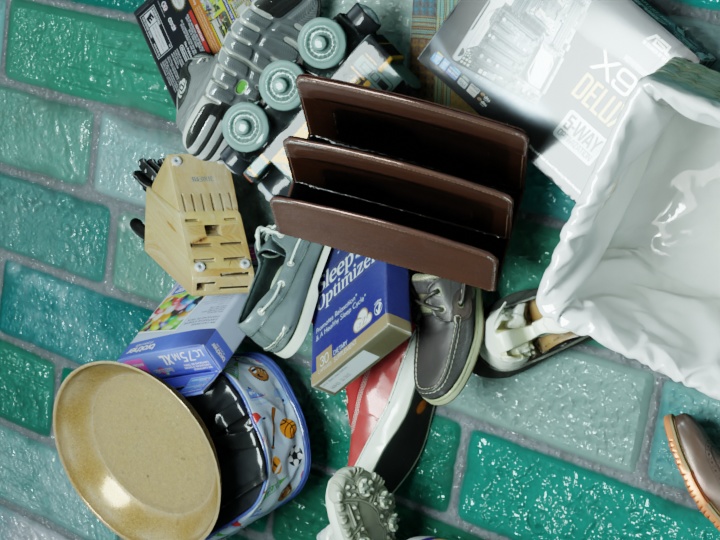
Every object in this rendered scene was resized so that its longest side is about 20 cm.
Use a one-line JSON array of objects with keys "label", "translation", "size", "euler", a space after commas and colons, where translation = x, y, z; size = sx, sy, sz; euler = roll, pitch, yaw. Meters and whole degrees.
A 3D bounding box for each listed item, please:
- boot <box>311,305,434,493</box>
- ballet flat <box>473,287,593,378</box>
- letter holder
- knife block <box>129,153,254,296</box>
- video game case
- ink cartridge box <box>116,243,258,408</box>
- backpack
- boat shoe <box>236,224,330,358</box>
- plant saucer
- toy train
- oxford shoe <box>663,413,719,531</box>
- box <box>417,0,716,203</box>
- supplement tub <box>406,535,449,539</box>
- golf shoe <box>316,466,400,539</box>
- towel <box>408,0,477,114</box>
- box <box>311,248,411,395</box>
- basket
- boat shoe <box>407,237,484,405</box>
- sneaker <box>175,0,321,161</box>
[{"label": "boot", "translation": [-0.003, 0.115, 1.446], "size": [0.144, 0.072, 0.201], "euler": [26, 102, 32]}, {"label": "ballet flat", "translation": [0.154, 0.046, 1.318], "size": [0.200, 0.068, 0.068], "euler": [-28, 80, 36]}, {"label": "letter holder", "translation": [0.032, -0.075, 1.259], "size": [0.199, 0.142, 0.101], "euler": [15, 72, 9]}, {"label": "knife block", "translation": [-0.177, -0.033, 1.517], "size": [0.176, 0.064, 0.201], "euler": [126, 134, -55]}, {"label": "video game case", "translation": [-0.131, -0.226, 1.527], "size": [0.181, 0.025, 0.201], "euler": [-34, 74, 35]}, {"label": "ink cartridge box", "translation": [-0.157, 0.050, 1.480], "size": [0.119, 0.200, 0.042], "euler": [-11, 124, 37]}, {"label": "backpack", "translation": [-0.136, 0.174, 1.501], "size": [0.190, 0.154, 0.201], "euler": [-30, 84, 44]}, {"label": "boat shoe", "translation": [-0.068, -0.019, 1.415], "size": [0.073, 0.062, 0.201], "euler": [-30, 42, 55]}, {"label": "plant saucer", "translation": [-0.203, 0.170, 1.426], "size": [0.199, 0.035, 0.201], "euler": [15, 119, 28]}, {"label": "toy train", "translation": [-0.039, -0.147, 1.385], "size": [0.114, 0.085, 0.200], "euler": [45, 104, 5]}, {"label": "oxford shoe", "translation": [0.320, 0.191, 1.223], "size": [0.073, 0.071, 0.200], "euler": [-37, 77, 13]}, {"label": "box", "translation": [0.169, -0.176, 1.261], "size": [0.200, 0.050, 0.158], "euler": [45, 115, 16]}, {"label": "supplement tub", "translation": [0.118, 0.319, 1.329], "size": [0.199, 0.145, 0.146], "euler": [4, 98, 37]}, {"label": "golf shoe", "translation": [-0.009, 0.252, 1.401], "size": [0.097, 0.078, 0.200], "euler": [7, 138, 31]}, {"label": "towel", "translation": [0.128, -0.200, 1.340], "size": [0.199, 0.022, 0.147], "euler": [11, 102, 37]}, {"label": "box", "translation": [0.000, 0.000, 1.379], "size": [0.121, 0.032, 0.201], "euler": [-42, 35, 41]}, {"label": "basket", "translation": [0.265, -0.032, 1.134], "size": [0.199, 0.161, 0.199], "euler": [26, 112, 8]}, {"label": "boat shoe", "translation": [0.070, 0.017, 1.338], "size": [0.073, 0.065, 0.201], "euler": [-11, 63, 45]}, {"label": "sneaker", "translation": [-0.124, -0.211, 1.466], "size": [0.200, 0.075, 0.116], "euler": [-54, 34, 7]}]
